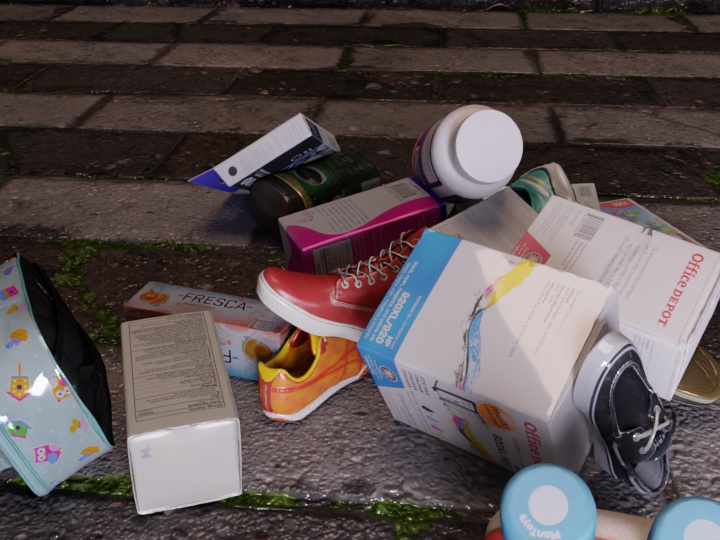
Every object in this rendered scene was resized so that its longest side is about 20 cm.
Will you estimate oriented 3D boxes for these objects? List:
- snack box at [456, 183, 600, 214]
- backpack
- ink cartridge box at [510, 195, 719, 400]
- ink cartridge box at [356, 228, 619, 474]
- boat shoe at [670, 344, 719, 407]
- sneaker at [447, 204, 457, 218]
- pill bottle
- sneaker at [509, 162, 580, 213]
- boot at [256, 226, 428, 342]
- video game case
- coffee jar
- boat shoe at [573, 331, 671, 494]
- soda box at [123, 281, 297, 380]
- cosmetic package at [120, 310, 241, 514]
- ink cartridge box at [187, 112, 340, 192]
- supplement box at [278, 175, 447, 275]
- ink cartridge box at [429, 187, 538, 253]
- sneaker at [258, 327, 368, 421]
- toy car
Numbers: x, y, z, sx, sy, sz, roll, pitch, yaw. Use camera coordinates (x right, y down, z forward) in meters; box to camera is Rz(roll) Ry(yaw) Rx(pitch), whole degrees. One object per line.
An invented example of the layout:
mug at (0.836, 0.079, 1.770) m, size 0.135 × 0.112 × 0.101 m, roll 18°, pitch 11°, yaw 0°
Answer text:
snack box at (0.235, -0.058, 1.188) m, size 0.195 × 0.037 × 0.119 m, roll -2°, pitch 62°, yaw -5°
backpack at (-0.314, 0.105, 0.801) m, size 0.152 × 0.179 × 0.199 m, roll -32°, pitch 39°, yaw -20°
ink cartridge box at (0.258, 0.022, 0.893) m, size 0.197 × 0.086 × 0.146 m, roll 22°, pitch 50°, yaw 28°
ink cartridge box at (0.127, 0.083, 0.813) m, size 0.197 × 0.148 × 0.146 m, roll 18°, pitch 61°, yaw 32°
boat shoe at (0.288, 0.093, 0.926) m, size 0.198 × 0.066 × 0.073 m, roll 28°, pitch 55°, yaw 28°
sneaker at (0.162, -0.110, 1.266) m, size 0.071 × 0.114 × 0.200 m, roll 11°, pitch 29°, yaw 23°
pill bottle at (0.134, -0.145, 1.082) m, size 0.108 × 0.115 × 0.200 m, roll -4°, pitch 2°, yaw -8°
sneaker at (0.257, -0.047, 1.130) m, size 0.078 × 0.078 × 0.203 m, roll -20°, pitch 57°, yaw -1°
boot at (0.000, 0.000, 0.898) m, size 0.197 × 0.146 × 0.073 m, roll 18°, pitch 27°, yaw -29°
video game case at (0.389, -0.052, 1.257) m, size 0.140 × 0.018 × 0.200 m, roll -10°, pitch 29°, yaw -16°
coffee jar at (-0.068, -0.111, 1.298) m, size 0.198 × 0.087 × 0.104 m, roll -23°, pitch 46°, yaw -38°
boat shoe at (0.232, 0.130, 0.735) m, size 0.071 × 0.202 × 0.067 m, roll -40°, pitch 47°, yaw -16°
soda box at (-0.166, 0.069, 0.976) m, size 0.195 × 0.070 × 0.064 m, roll 9°, pitch 28°, yaw 17°
cosmetic package at (-0.178, 0.129, 0.841) m, size 0.101 × 0.089 × 0.201 m, roll -6°, pitch 27°, yaw -13°
ink cartridge box at (-0.139, -0.158, 1.315) m, size 0.197 × 0.044 × 0.198 m, roll -28°, pitch -5°, yaw 11°
supplement box at (0.006, -0.034, 1.108) m, size 0.196 × 0.106 × 0.101 m, roll -17°, pitch 31°, yaw -16°
ink cartridge box at (0.165, -0.005, 1.022) m, size 0.198 × 0.058 × 0.163 m, roll -29°, pitch 65°, yaw -34°
sneaker at (-0.036, 0.087, 0.934) m, size 0.072 × 0.079 × 0.199 m, roll 12°, pitch 28°, yaw 26°
toy car at (0.150, 0.262, 0.549) m, size 0.173 × 0.186 × 0.203 m, roll 9°, pitch 58°, yaw 16°
